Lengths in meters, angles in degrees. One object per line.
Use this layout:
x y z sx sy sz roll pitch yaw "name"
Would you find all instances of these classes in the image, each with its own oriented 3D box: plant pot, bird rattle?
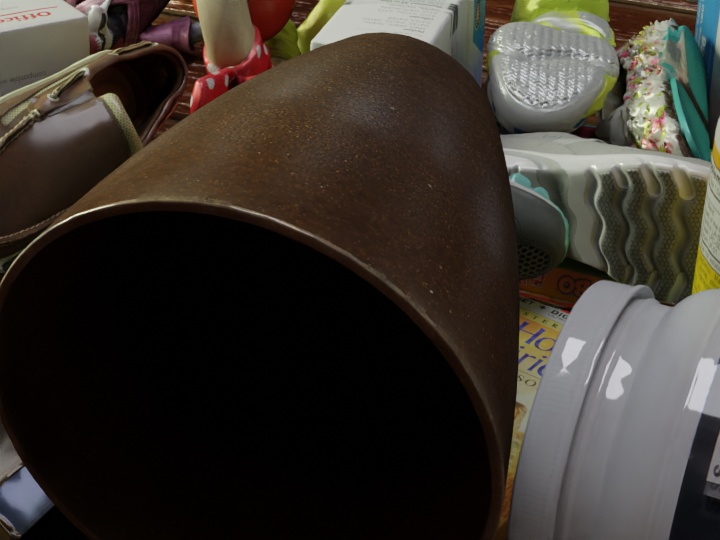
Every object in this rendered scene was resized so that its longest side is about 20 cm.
-0.012 -0.002 0.600 0.184 0.189 0.201 10 38 15 "plant pot"
-0.072 -0.139 0.940 0.111 0.165 0.200 -8 16 21 "bird rattle"

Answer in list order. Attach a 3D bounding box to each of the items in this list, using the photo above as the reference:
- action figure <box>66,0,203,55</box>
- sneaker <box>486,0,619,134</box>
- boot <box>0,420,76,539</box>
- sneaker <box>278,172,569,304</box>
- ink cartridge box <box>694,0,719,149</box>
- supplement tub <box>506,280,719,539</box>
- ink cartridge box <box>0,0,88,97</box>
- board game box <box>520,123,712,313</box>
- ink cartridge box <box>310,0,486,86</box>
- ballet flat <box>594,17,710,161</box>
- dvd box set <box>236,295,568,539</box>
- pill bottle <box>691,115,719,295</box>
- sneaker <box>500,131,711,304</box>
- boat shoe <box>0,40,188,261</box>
-0.163 -0.210 1.103 0.148 0.134 0.201 -18 36 53 "action figure"
0.107 -0.100 0.925 0.075 0.106 0.201 18 33 6 "sneaker"
-0.120 0.063 0.686 0.097 0.075 0.199 46 36 19 "boot"
0.000 0.000 0.730 0.197 0.078 0.092 0 50 -1 "sneaker"
0.293 -0.113 0.907 0.145 0.146 0.201 -3 30 -6 "ink cartridge box"
0.165 0.087 0.556 0.198 0.142 0.140 15 32 22 "supplement tub"
-0.246 -0.137 0.989 0.115 0.067 0.199 -18 35 -32 "ink cartridge box"
0.136 -0.027 0.875 0.094 0.030 0.200 14 34 20 "board game box"
0.018 -0.094 0.892 0.066 0.117 0.200 9 30 13 "ink cartridge box"
0.167 -0.085 0.901 0.063 0.076 0.200 -22 18 20 "ballet flat"
0.032 0.068 0.696 0.145 0.030 0.199 22 36 32 "dvd box set"
0.204 -0.019 0.682 0.111 0.202 0.113 1 29 -1 "pill bottle"
0.127 -0.042 0.797 0.198 0.076 0.082 14 31 16 "sneaker"
-0.159 -0.076 0.866 0.074 0.075 0.203 -15 27 30 "boat shoe"
